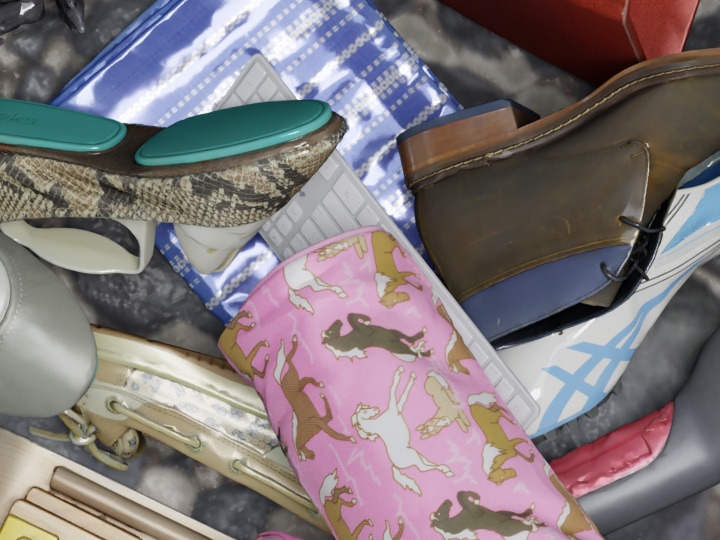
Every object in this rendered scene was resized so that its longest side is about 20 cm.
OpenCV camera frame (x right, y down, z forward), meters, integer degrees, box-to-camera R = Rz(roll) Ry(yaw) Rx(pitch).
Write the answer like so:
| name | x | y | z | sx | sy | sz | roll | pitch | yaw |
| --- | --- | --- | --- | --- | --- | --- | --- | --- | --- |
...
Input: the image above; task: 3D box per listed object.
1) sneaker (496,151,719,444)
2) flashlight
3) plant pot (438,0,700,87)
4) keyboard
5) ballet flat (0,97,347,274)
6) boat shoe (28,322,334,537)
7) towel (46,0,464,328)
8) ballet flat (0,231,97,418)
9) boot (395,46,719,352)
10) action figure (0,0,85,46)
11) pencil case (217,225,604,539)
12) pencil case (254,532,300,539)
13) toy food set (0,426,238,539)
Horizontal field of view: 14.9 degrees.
| name | x | y | z | sx | sy | sz | roll | pitch | yaw |
| --- | --- | --- | --- | --- | --- | --- | --- | --- | --- |
| sneaker | 0.104 | -0.004 | 1.170 | 0.200 | 0.072 | 0.073 | -46 | 123 | -11 |
| flashlight | 0.113 | 0.074 | 1.179 | 0.199 | 0.068 | 0.068 | -23 | 125 | 1 |
| plant pot | 0.066 | -0.201 | 1.139 | 0.175 | 0.200 | 0.201 | 18 | 86 | 13 |
| keyboard | 0.000 | 0.000 | 1.143 | 0.200 | 0.011 | 0.056 | 52 | 130 | 20 |
| ballet flat | -0.091 | -0.034 | 1.160 | 0.199 | 0.068 | 0.076 | 1 | 115 | 24 |
| boat shoe | -0.075 | 0.065 | 1.163 | 0.199 | 0.073 | 0.063 | 16 | 88 | 9 |
| towel | -0.023 | -0.043 | 1.201 | 0.145 | 0.024 | 0.200 | -41 | 88 | -3 |
| ballet flat | -0.191 | -0.008 | 1.139 | 0.200 | 0.064 | 0.068 | 40 | 96 | 26 |
| boot | 0.115 | -0.030 | 1.109 | 0.199 | 0.075 | 0.098 | -14 | 81 | 25 |
| action figure | -0.186 | -0.140 | 1.148 | 0.199 | 0.102 | 0.119 | -21 | 66 | -18 |
| pencil case | 0.027 | 0.076 | 1.073 | 0.083 | 0.086 | 0.200 | -47 | 68 | 29 |
| pencil case | 0.026 | 0.180 | 1.117 | 0.199 | 0.083 | 0.087 | 28 | 85 | -27 |
| toy food set | -0.107 | 0.168 | 1.167 | 0.199 | 0.060 | 0.144 | 26 | 86 | 0 |
